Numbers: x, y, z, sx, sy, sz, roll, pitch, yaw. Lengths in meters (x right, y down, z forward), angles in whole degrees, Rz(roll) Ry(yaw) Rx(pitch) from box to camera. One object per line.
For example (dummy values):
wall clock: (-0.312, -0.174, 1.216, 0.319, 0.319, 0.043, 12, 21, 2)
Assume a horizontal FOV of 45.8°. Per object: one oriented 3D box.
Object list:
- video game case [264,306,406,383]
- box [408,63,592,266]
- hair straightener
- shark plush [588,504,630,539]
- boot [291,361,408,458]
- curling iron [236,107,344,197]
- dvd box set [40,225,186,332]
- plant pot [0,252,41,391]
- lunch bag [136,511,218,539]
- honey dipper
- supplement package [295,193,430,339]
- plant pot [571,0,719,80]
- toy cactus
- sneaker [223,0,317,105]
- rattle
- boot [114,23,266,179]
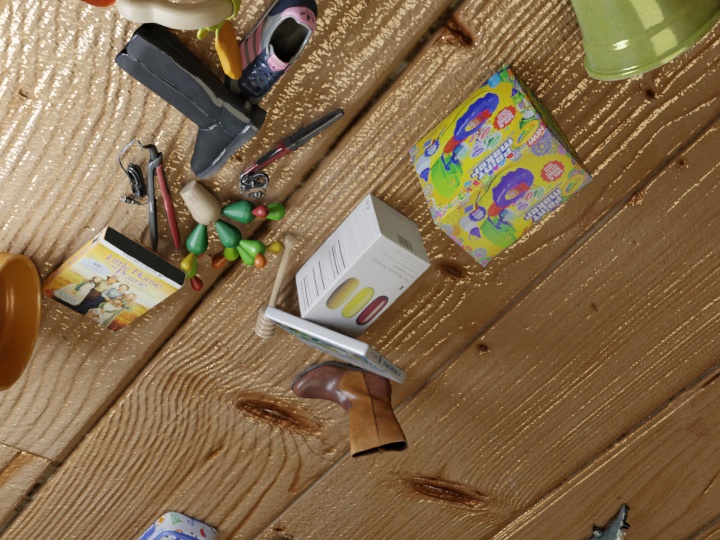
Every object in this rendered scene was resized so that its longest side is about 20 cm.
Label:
video game case: (-0.039, 0.123, 1.402, 0.022, 0.198, 0.182, -65, 151, -10)
box: (0.197, -0.154, 1.237, 0.199, 0.194, 0.122, -40, 126, 20)
hair straightener: (-0.319, -0.108, 1.261, 0.075, 0.041, 0.202, -7, 135, -6)
shark plush: (0.593, 0.652, 2.064, 0.082, 0.091, 0.202, 27, 129, 5)
boot: (-0.023, 0.257, 1.519, 0.185, 0.202, 0.069, -1, 130, -11)
curling iron: (-0.103, -0.175, 1.261, 0.199, 0.026, 0.050, -37, 90, 13)
dvd box set: (-0.384, 0.019, 1.321, 0.199, 0.030, 0.146, -29, 130, 36)
plant pot: (-0.602, 0.066, 1.264, 0.180, 0.202, 0.203, 7, 129, 3)
lunch bag: (-0.407, 0.604, 1.806, 0.159, 0.076, 0.200, 31, 116, -29)
honey dipper: (-0.139, 0.025, 1.418, 0.037, 0.038, 0.202, 7, 123, -17)
supplement package: (0.000, 0.000, 1.374, 0.113, 0.110, 0.200, 29, 118, -30)
plant pot: (0.343, -0.384, 1.098, 0.199, 0.201, 0.185, -31, 117, 14)
toy cactus: (-0.216, -0.060, 1.301, 0.198, 0.103, 0.166, -26, 121, 21)
sneaker: (-0.125, -0.282, 1.135, 0.069, 0.083, 0.201, 21, 126, -26)
rattle: (-0.251, -0.310, 1.065, 0.197, 0.132, 0.143, -15, 160, -18)
boot: (-0.250, -0.229, 1.161, 0.199, 0.066, 0.164, 34, 133, -26)
